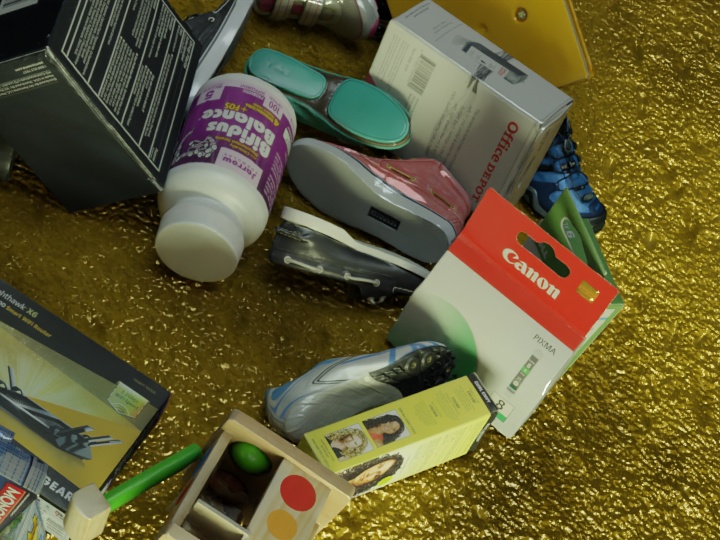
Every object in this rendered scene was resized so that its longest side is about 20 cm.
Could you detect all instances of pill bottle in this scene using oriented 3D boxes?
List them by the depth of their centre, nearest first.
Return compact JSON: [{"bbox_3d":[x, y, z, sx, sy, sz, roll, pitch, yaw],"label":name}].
[{"bbox_3d":[-0.136,-0.090,1.596,0.111,0.113,0.201,20,49,-7],"label":"pill bottle"}]

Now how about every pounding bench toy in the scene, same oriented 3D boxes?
[{"bbox_3d":[-0.131,0.198,1.357,0.199,0.124,0.157,34,48,-6],"label":"pounding bench toy"}]

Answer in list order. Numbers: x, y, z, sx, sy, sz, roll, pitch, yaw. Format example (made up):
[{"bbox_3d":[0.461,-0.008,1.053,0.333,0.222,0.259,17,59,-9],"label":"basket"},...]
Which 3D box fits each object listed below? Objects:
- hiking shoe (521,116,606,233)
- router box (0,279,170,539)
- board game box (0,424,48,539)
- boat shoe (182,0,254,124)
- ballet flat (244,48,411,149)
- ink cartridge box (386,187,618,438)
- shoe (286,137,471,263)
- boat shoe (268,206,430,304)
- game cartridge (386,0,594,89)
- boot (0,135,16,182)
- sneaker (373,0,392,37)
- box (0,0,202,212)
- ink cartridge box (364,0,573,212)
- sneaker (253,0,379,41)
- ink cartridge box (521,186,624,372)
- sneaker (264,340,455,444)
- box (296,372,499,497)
[{"bbox_3d":[0.206,-0.127,1.787,0.074,0.087,0.201,-23,67,-34],"label":"hiking shoe"},{"bbox_3d":[-0.290,0.117,1.414,0.199,0.052,0.158,32,49,2],"label":"router box"},{"bbox_3d":[-0.326,0.170,1.294,0.199,0.200,0.062,31,48,-17],"label":"board game box"},{"bbox_3d":[-0.173,-0.239,1.728,0.066,0.070,0.201,27,57,-2],"label":"boat shoe"},{"bbox_3d":[-0.032,-0.174,1.726,0.199,0.071,0.068,26,69,12],"label":"ballet flat"},{"bbox_3d":[0.132,0.045,1.551,0.161,0.201,0.050,39,44,9],"label":"ink cartridge box"},{"bbox_3d":[0.021,-0.089,1.696,0.199,0.072,0.091,31,40,2],"label":"shoe"},{"bbox_3d":[0.000,0.000,1.620,0.199,0.074,0.061,24,89,-26],"label":"boat shoe"},{"bbox_3d":[0.138,-0.263,1.767,0.032,0.198,0.178,-23,95,-60],"label":"game cartridge"},{"bbox_3d":[-0.423,-0.178,1.578,0.198,0.066,0.166,13,49,-8],"label":"boot"},{"bbox_3d":[0.048,-0.303,1.873,0.200,0.078,0.086,40,37,1],"label":"sneaker"},{"bbox_3d":[-0.265,-0.199,1.552,0.199,0.122,0.201,53,36,-41],"label":"box"},{"bbox_3d":[0.106,-0.169,1.724,0.199,0.146,0.085,38,42,14],"label":"ink cartridge box"},{"bbox_3d":[-0.073,-0.309,1.817,0.199,0.082,0.088,30,53,9],"label":"sneaker"},{"bbox_3d":[0.198,0.017,1.599,0.059,0.200,0.105,-2,56,-27],"label":"ink cartridge box"},{"bbox_3d":[0.000,0.104,1.533,0.198,0.073,0.072,-17,36,-27],"label":"sneaker"},{"bbox_3d":[0.030,0.160,1.506,0.199,0.076,0.050,-18,61,-31],"label":"box"}]
